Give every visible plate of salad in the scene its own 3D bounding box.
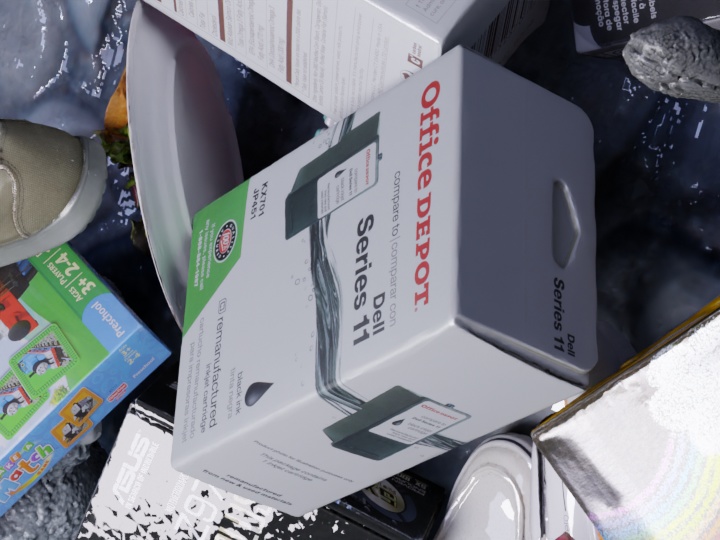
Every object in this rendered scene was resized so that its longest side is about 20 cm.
[{"bbox_3d":[-0.100,-0.050,1.017,0.048,0.200,0.200,-9,82,9],"label":"plate of salad"}]

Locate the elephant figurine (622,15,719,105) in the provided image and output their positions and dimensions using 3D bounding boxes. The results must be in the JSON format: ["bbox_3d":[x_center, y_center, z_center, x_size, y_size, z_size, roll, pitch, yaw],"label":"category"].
[{"bbox_3d":[0.222,-0.034,0.769,0.155,0.200,0.142,-9,83,36],"label":"elephant figurine"}]

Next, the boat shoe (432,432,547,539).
[{"bbox_3d":[0.050,0.180,0.970,0.071,0.070,0.200,21,101,35],"label":"boat shoe"}]

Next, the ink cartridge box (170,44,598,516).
[{"bbox_3d":[0.008,0.009,0.874,0.200,0.083,0.147,-29,47,42],"label":"ink cartridge box"}]

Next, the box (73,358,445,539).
[{"bbox_3d":[-0.072,0.175,1.011,0.164,0.086,0.200,27,107,5],"label":"box"}]

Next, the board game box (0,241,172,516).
[{"bbox_3d":[-0.213,0.062,0.979,0.200,0.037,0.151,-45,53,-3],"label":"board game box"}]

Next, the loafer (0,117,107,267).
[{"bbox_3d":[-0.215,-0.029,0.951,0.200,0.070,0.075,-26,49,30],"label":"loafer"}]

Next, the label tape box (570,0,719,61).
[{"bbox_3d":[0.190,-0.187,0.883,0.200,0.063,0.144,-11,83,36],"label":"label tape box"}]

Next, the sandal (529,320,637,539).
[{"bbox_3d":[0.111,0.129,0.922,0.059,0.079,0.207,-12,83,33],"label":"sandal"}]

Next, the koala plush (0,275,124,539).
[{"bbox_3d":[-0.209,0.100,1.068,0.200,0.184,0.177,45,117,49],"label":"koala plush"}]

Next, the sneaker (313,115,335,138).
[{"bbox_3d":[0.000,0.000,1.015,0.091,0.078,0.200,32,109,29],"label":"sneaker"}]

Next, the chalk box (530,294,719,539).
[{"bbox_3d":[0.193,0.106,0.822,0.124,0.124,0.200,-38,84,28],"label":"chalk box"}]

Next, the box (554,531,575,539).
[{"bbox_3d":[0.081,0.221,0.864,0.095,0.100,0.200,46,158,30],"label":"box"}]

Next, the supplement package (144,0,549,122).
[{"bbox_3d":[-0.017,-0.163,0.923,0.200,0.117,0.117,33,66,13],"label":"supplement package"}]
